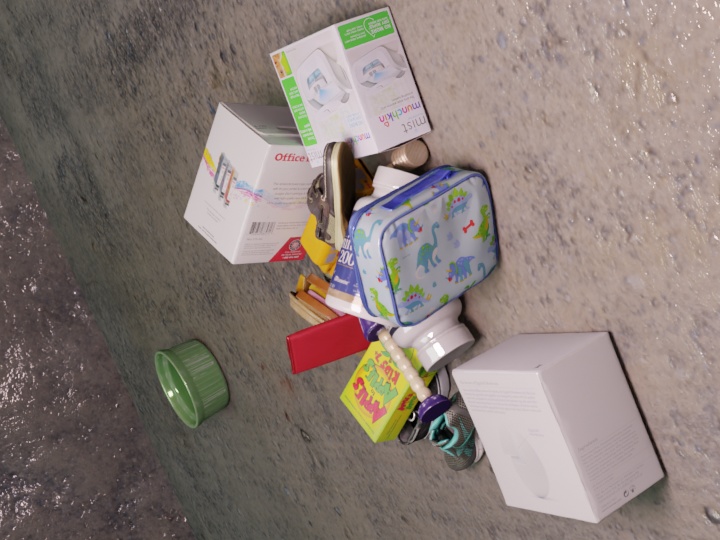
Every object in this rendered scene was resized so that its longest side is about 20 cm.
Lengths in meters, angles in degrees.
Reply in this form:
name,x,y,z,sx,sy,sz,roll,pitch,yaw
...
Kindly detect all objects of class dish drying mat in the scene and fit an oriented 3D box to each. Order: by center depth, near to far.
name,x,y,z,sx,sy,sz,roll,pitch,yaw
dish drying mat,-0.017,0.096,1.809,0.018,0.200,0.077,-128,25,-48

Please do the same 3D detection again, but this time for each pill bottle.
name,x,y,z,sx,sy,sz,roll,pitch,yaw
pill bottle,0.032,-0.033,1.589,0.111,0.111,0.200,19,91,56
pill bottle,0.075,0.040,1.686,0.200,0.111,0.111,56,153,14

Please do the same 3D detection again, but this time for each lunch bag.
name,x,y,z,sx,sy,sz,roll,pitch,yaw
lunch bag,0.082,-0.037,1.499,0.082,0.200,0.161,20,132,46

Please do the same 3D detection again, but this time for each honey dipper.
name,x,y,z,sx,sy,sz,roll,pitch,yaw
honey dipper,0.039,-0.141,1.675,0.038,0.038,0.200,64,157,0

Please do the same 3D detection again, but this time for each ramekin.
name,x,y,z,sx,sy,sz,roll,pitch,yaw
ramekin,-0.392,0.259,2.779,0.200,0.098,0.200,44,148,36

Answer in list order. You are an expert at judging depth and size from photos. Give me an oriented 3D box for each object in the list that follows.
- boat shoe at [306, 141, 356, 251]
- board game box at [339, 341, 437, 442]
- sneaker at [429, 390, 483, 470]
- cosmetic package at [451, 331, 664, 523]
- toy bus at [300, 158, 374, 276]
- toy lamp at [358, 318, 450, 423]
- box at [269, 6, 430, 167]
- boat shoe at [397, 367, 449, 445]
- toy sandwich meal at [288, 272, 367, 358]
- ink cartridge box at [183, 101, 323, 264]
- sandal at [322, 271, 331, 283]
name,x,y,z,sx,sy,sz,roll,pitch,yaw
boat shoe,-0.042,-0.096,1.601,0.065,0.073,0.200,11,140,12
board game box,0.053,0.154,1.805,0.102,0.048,0.200,49,124,33
sneaker,0.138,0.242,1.777,0.078,0.091,0.200,48,150,32
cosmetic package,0.245,0.190,1.492,0.199,0.123,0.200,-7,108,63
toy bus,-0.031,-0.071,1.741,0.065,0.078,0.200,56,143,27
toy lamp,0.059,0.126,1.724,0.200,0.058,0.058,54,153,28
box,-0.015,-0.244,1.613,0.200,0.097,0.177,-1,110,61
boat shoe,0.087,0.200,1.858,0.074,0.068,0.200,48,148,29
toy sandwich meal,-0.033,0.070,1.922,0.205,0.070,0.205,35,-178,-1
ink cartridge box,-0.146,-0.132,1.773,0.145,0.145,0.200,42,121,37
sandal,-0.001,0.000,1.838,0.201,0.080,0.057,21,117,55
